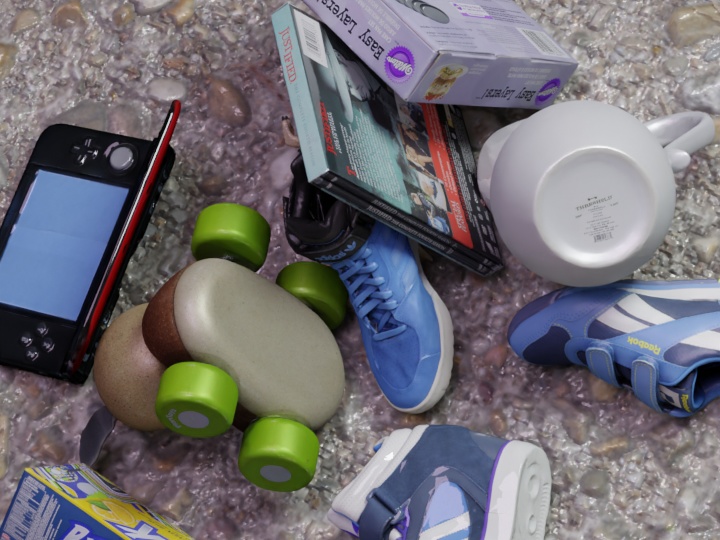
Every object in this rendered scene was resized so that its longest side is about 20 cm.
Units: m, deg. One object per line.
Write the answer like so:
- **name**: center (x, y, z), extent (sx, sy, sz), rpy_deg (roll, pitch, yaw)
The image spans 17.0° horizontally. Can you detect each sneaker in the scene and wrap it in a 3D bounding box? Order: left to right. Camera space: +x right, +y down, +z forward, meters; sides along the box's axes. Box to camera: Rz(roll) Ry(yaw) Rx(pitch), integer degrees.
- **sneaker**: center (-0.001, 0.000, 1.671), extent (0.077, 0.111, 0.201), rpy_deg (-17, 75, 37)
- **sneaker**: center (0.040, 0.200, 1.609), extent (0.146, 0.081, 0.201), rpy_deg (4, 70, 31)
- **sneaker**: center (0.193, 0.054, 1.619), extent (0.199, 0.074, 0.083), rpy_deg (-3, 67, 20)

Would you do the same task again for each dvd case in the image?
- **dvd case**: center (0.020, -0.089, 1.670), extent (0.022, 0.200, 0.147), rpy_deg (-31, 55, 26)

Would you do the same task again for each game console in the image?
- **game console**: center (-0.219, -0.031, 1.786), extent (0.172, 0.119, 0.201), rpy_deg (12, 70, 25)

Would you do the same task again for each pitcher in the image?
- **pitcher**: center (0.168, -0.066, 1.623), extent (0.171, 0.200, 0.122), rpy_deg (-21, 100, 2)

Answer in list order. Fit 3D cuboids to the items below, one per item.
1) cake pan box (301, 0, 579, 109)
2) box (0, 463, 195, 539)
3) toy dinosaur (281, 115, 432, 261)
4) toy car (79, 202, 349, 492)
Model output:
- **cake pan box**: center (0.041, -0.191, 1.719), extent (0.184, 0.200, 0.052), rpy_deg (47, 116, 23)
- **box**: center (-0.155, 0.209, 1.666), extent (0.200, 0.070, 0.065), rpy_deg (31, 105, 29)
- **toy dinosaur**: center (-0.002, -0.099, 1.772), extent (0.101, 0.058, 0.201), rpy_deg (-12, 62, 14)
- **toy car**: center (-0.126, 0.075, 1.714), extent (0.200, 0.158, 0.165), rpy_deg (-23, 43, 39)
